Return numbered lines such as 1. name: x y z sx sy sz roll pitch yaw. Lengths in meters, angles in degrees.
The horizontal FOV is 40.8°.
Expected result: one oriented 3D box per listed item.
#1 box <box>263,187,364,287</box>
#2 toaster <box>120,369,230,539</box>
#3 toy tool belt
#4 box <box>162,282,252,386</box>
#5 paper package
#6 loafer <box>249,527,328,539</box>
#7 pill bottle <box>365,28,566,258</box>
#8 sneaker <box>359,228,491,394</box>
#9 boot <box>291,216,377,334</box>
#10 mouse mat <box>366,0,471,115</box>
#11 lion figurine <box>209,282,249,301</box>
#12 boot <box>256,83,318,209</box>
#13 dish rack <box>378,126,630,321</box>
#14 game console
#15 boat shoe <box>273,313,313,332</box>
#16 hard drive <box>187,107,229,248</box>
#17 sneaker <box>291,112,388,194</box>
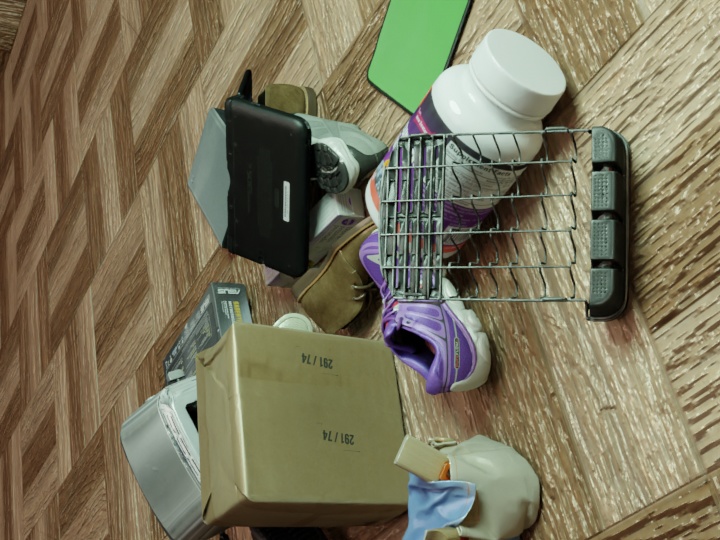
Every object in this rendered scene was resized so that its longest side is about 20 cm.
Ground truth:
1. box: -0.061 -0.037 1.195 0.200 0.038 0.042 -42 51 48
2. toaster: -0.176 0.212 1.079 0.129 0.113 0.201 -45 69 43
3. toy tool belt: 0.072 0.243 0.833 0.124 0.122 0.203 4 88 59
4. box: -0.189 0.135 1.223 0.200 0.048 0.160 -52 44 44
5. paper package: -0.059 0.162 0.998 0.103 0.198 0.193 -39 51 49
6. loafer: -0.056 0.336 1.050 0.199 0.073 0.072 32 119 41
7. pill bottle: 0.095 -0.113 0.875 0.200 0.110 0.112 -54 41 39
8. sneaker: 0.047 0.034 0.922 0.201 0.083 0.081 55 148 38
9. boot: 0.000 0.000 1.064 0.076 0.073 0.200 57 136 14
10. mouse mat: 0.069 -0.278 1.055 0.161 0.007 0.202 49 126 52
11. lion figurine: -0.183 0.083 1.349 0.122 0.072 0.202 -39 49 45
12. boot: -0.097 -0.146 1.245 0.073 0.075 0.202 -28 62 52
13. dish rack: 0.113 -0.040 0.776 0.198 0.055 0.155 0 82 18
14. game console: -0.105 -0.121 1.180 0.175 0.116 0.202 20 124 28
15. boat shoe: -0.106 0.150 1.210 0.068 0.071 0.202 -151 75 -84
16. hard drive: -0.206 -0.142 1.467 0.200 0.033 0.141 53 128 49
17. sneaker: -0.036 -0.143 1.141 0.200 0.079 0.075 35 141 53
